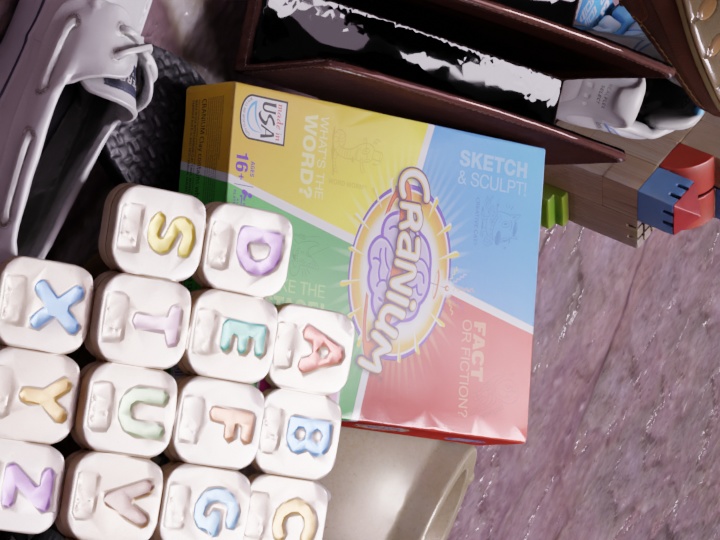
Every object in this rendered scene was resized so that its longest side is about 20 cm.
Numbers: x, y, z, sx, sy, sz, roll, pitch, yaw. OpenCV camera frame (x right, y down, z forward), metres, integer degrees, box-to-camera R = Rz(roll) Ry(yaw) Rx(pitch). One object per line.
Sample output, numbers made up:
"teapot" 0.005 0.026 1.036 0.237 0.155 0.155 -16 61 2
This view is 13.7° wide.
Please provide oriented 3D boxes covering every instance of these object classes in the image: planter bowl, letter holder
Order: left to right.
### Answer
"planter bowl" -0.022 0.118 1.552 0.200 0.134 0.201 24 90 -81
"letter holder" 0.065 -0.121 1.471 0.200 0.142 0.101 15 83 -36

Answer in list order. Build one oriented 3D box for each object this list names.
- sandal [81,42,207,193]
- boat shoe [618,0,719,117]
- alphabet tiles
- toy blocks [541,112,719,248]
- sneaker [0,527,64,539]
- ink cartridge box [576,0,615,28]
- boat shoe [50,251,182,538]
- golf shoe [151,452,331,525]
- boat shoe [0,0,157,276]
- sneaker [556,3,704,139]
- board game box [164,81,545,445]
"sandal" -0.081 -0.045 1.459 0.200 0.045 0.075 38 61 -47
"boat shoe" 0.160 -0.171 1.595 0.072 0.067 0.200 -44 117 -35
"alphabet tiles" -0.086 0.065 1.347 0.195 0.015 0.201 12 85 -37
"toy blocks" 0.205 -0.078 1.868 0.200 0.136 0.100 -46 147 -34
"sneaker" -0.188 0.143 1.386 0.200 0.088 0.074 68 28 -49
"ink cartridge box" 0.057 -0.108 1.649 0.200 0.068 0.115 -58 153 -18
"boat shoe" -0.132 0.074 1.460 0.066 0.074 0.200 -65 176 -74
"golf shoe" -0.083 0.169 1.446 0.077 0.088 0.200 -79 -171 -61
"boat shoe" -0.123 -0.088 1.341 0.200 0.065 0.074 -64 153 -5
"sneaker" 0.159 -0.103 1.677 0.200 0.087 0.075 -21 130 -61
"board game box" 0.000 0.000 1.455 0.200 0.040 0.153 9 82 -39
